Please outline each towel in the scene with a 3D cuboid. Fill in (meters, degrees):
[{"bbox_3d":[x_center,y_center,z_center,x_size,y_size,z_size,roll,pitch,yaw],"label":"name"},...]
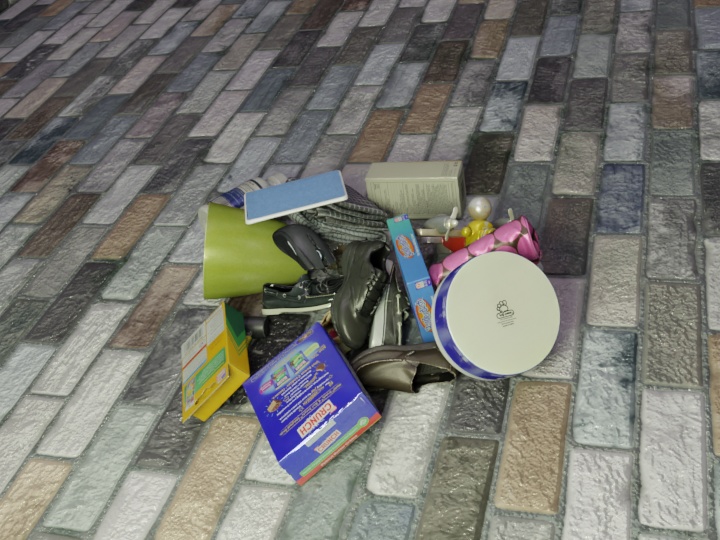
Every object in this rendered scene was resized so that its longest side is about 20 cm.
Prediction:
[{"bbox_3d":[-0.052,-0.124,1.806,0.198,0.087,0.165,8,23,-40],"label":"towel"}]

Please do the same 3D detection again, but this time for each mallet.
[{"bbox_3d":[-0.225,0.157,1.597,0.065,0.042,0.201,4,43,19],"label":"mallet"}]

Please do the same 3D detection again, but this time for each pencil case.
[{"bbox_3d":[0.221,-0.010,1.544,0.198,0.095,0.091,-31,-7,12],"label":"pencil case"}]

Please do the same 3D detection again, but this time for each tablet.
[{"bbox_3d":[-0.126,-0.141,1.705,0.197,0.014,0.131,-14,31,-1],"label":"tablet"}]

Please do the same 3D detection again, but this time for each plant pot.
[{"bbox_3d":[-0.202,-0.032,1.743,0.197,0.189,0.188,4,36,-7],"label":"plant pot"}]

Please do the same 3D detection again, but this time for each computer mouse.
[{"bbox_3d":[-0.064,-0.042,1.646,0.139,0.047,0.200,-16,45,-34],"label":"computer mouse"}]

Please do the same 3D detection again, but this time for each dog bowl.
[{"bbox_3d":[0.218,0.073,1.441,0.198,0.202,0.079,-24,-5,-16],"label":"dog bowl"}]

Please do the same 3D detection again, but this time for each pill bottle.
[{"bbox_3d":[-0.240,-0.131,1.916,0.199,0.112,0.111,-32,41,-25],"label":"pill bottle"}]

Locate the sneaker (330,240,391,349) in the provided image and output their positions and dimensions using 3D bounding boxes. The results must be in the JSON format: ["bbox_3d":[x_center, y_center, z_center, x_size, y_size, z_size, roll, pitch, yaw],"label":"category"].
[{"bbox_3d":[0.006,0.036,1.537,0.090,0.075,0.203,-11,65,41],"label":"sneaker"}]

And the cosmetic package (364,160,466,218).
[{"bbox_3d":[0.118,-0.169,1.871,0.197,0.105,0.073,2,37,17],"label":"cosmetic package"}]

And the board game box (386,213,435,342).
[{"bbox_3d":[0.099,0.017,1.586,0.044,0.154,0.201,-17,35,2],"label":"board game box"}]

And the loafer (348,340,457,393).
[{"bbox_3d":[0.070,0.165,1.466,0.197,0.074,0.072,-13,37,1],"label":"loafer"}]

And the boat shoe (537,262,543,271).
[{"bbox_3d":[0.263,0.056,1.564,0.199,0.068,0.072,-37,5,-34],"label":"boat shoe"}]

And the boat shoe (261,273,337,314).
[{"bbox_3d":[-0.105,0.040,1.643,0.197,0.067,0.074,-7,4,40],"label":"boat shoe"}]

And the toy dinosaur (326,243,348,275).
[{"bbox_3d":[0.000,0.000,1.699,0.198,0.078,0.102,19,40,31],"label":"toy dinosaur"}]

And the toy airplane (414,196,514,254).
[{"bbox_3d":[0.207,-0.074,1.681,0.196,0.143,0.200,14,18,7],"label":"toy airplane"}]

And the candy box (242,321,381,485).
[{"bbox_3d":[-0.080,0.206,1.411,0.168,0.077,0.200,-39,37,1],"label":"candy box"}]

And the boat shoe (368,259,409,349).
[{"bbox_3d":[0.054,0.071,1.588,0.063,0.071,0.202,10,56,-5],"label":"boat shoe"}]

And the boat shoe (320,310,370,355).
[{"bbox_3d":[-0.036,0.102,1.583,0.073,0.070,0.200,12,41,31],"label":"boat shoe"}]

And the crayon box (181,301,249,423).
[{"bbox_3d":[-0.251,0.165,1.528,0.126,0.051,0.201,-44,31,19],"label":"crayon box"}]
